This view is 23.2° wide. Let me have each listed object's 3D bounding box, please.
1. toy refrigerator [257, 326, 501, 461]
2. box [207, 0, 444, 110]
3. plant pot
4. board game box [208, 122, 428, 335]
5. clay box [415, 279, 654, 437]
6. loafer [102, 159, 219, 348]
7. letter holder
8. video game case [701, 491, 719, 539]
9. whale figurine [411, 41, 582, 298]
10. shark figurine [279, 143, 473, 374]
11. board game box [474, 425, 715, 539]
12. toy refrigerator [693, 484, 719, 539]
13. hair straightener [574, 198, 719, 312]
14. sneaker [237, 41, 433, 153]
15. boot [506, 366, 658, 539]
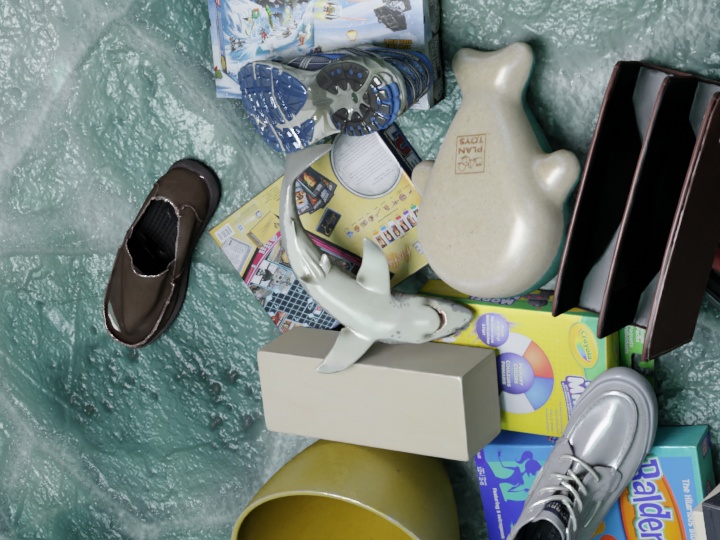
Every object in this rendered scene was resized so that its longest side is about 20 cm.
[{"bbox_3d":[0.016,0.100,1.475,0.199,0.070,0.076,5,111,31],"label":"toy refrigerator"},{"bbox_3d":[-0.031,-0.207,1.439,0.199,0.040,0.138,6,114,24],"label":"box"},{"bbox_3d":[0.006,0.213,1.516,0.199,0.142,0.201,13,133,14],"label":"plant pot"},{"bbox_3d":[-0.021,-0.033,1.507,0.200,0.035,0.136,-34,93,32],"label":"board game box"},{"bbox_3d":[0.144,0.076,1.462,0.199,0.048,0.116,6,113,26],"label":"clay box"},{"bbox_3d":[-0.194,-0.009,1.581,0.073,0.071,0.201,30,120,13],"label":"loafer"},{"bbox_3d":[0.209,-0.046,1.298,0.100,0.142,0.201,18,103,21],"label":"letter holder"},{"bbox_3d":[0.345,0.236,1.355,0.025,0.180,0.201,10,118,52],"label":"video game case"},{"bbox_3d":[0.116,-0.078,1.399,0.158,0.103,0.202,-4,85,39],"label":"whale figurine"},{"bbox_3d":[-0.022,-0.006,1.453,0.128,0.090,0.215,-40,94,5],"label":"shark figurine"},{"bbox_3d":[0.204,0.208,1.487,0.199,0.045,0.153,-3,108,26],"label":"board game box"},{"bbox_3d":[0.329,0.273,1.419,0.070,0.076,0.201,2,110,39],"label":"toy refrigerator"},{"bbox_3d":[0.249,0.004,1.385,0.199,0.041,0.077,33,120,12],"label":"hair straightener"},{"bbox_3d":[-0.018,-0.142,1.395,0.199,0.085,0.078,7,118,49],"label":"sneaker"},{"bbox_3d":[0.175,0.177,1.405,0.073,0.096,0.201,26,119,13],"label":"boot"}]
